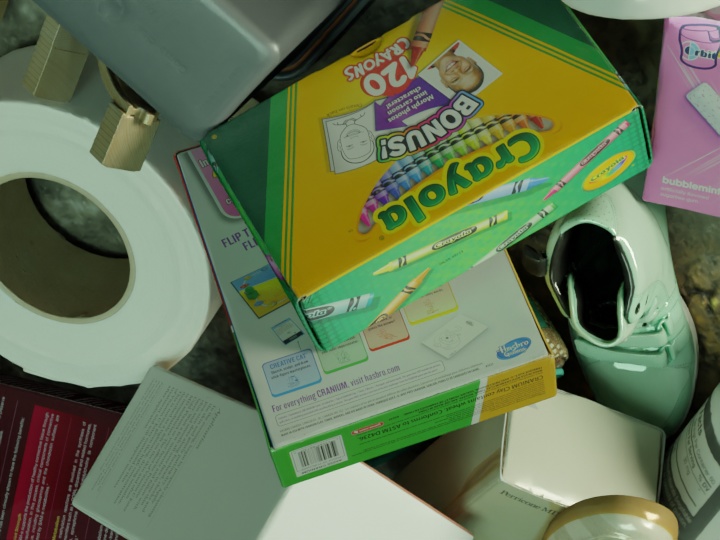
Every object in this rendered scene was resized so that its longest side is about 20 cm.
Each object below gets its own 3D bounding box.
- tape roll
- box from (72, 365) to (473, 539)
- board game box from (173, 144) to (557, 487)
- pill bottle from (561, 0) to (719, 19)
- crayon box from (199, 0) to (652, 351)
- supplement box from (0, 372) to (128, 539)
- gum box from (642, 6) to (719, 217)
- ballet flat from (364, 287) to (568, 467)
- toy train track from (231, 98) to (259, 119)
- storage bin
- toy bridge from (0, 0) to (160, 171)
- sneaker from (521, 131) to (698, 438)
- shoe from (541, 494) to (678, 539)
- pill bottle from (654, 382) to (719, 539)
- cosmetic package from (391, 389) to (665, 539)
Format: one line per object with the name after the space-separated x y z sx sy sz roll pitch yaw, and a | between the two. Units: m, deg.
-0.167 -0.030 1.407 0.202 0.071 0.203 12 128 15 | tape roll
-0.053 0.140 1.341 0.124 0.098 0.200 35 170 -31 | box
0.000 0.000 1.262 0.152 0.200 0.040 -18 146 -3 | board game box
0.134 -0.231 1.143 0.110 0.111 0.201 2 122 20 | pill bottle
0.034 -0.061 1.226 0.200 0.119 0.058 -30 148 -4 | crayon box
-0.197 0.129 1.507 0.199 0.061 0.109 14 93 13 | supplement box
0.252 -0.078 1.219 0.199 0.066 0.114 12 126 14 | gum box
0.042 0.061 1.399 0.200 0.070 0.066 -28 73 40 | ballet flat
-0.001 -0.040 1.336 0.200 0.033 0.115 36 88 14 | toy train track
-0.092 -0.173 1.255 0.200 0.134 0.146 41 126 -8 | storage bin
-0.162 -0.126 1.309 0.200 0.027 0.067 41 114 44 | toy bridge
0.135 0.032 1.304 0.073 0.118 0.201 -1 122 20 | sneaker
0.120 0.183 1.314 0.070 0.054 0.200 13 147 -12 | shoe
0.225 0.122 1.329 0.113 0.113 0.200 32 127 0 | pill bottle
0.080 0.145 1.381 0.105 0.071 0.200 20 145 -15 | cosmetic package
